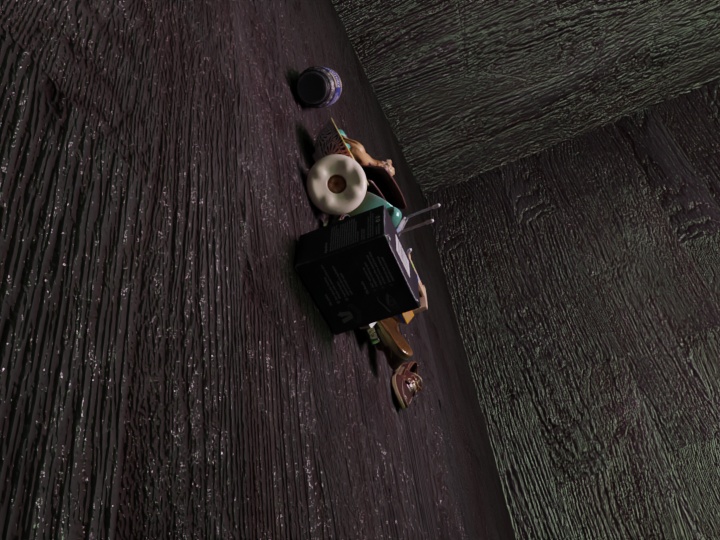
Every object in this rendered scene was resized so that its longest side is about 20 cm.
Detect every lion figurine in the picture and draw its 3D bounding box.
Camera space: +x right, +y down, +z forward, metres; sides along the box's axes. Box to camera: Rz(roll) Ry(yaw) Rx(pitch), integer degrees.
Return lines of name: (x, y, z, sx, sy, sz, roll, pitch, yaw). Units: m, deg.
lion figurine: (0.005, -0.319, 1.991, 0.199, 0.122, 0.073, 26, 86, -48)

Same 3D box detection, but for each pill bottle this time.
pill bottle: (-0.118, -0.512, 1.962, 0.200, 0.111, 0.113, -68, 136, -73)

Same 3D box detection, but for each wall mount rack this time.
wall mount rack: (0.127, -0.095, 1.797, 0.074, 0.175, 0.200, 28, 28, 0)

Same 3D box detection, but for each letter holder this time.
letter holder: (0.037, -0.203, 2.020, 0.200, 0.141, 0.102, 54, 50, -52)

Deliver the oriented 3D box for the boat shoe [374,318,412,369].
boat shoe: (0.060, 0.170, 1.760, 0.072, 0.072, 0.200, 21, 22, -38)

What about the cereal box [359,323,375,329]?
cereal box: (0.007, 0.012, 1.605, 0.144, 0.039, 0.202, -45, 117, -46)

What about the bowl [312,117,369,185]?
bowl: (-0.066, -0.289, 1.841, 0.202, 0.094, 0.201, 60, 5, -8)

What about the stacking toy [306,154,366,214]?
stacking toy: (-0.061, -0.194, 1.754, 0.200, 0.144, 0.148, 110, -38, -81)

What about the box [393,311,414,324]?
box: (0.052, 0.048, 1.821, 0.042, 0.118, 0.201, -49, 127, -30)

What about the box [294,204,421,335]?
box: (-0.003, 0.001, 1.438, 0.118, 0.198, 0.198, -90, 157, -53)

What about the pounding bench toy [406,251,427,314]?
pounding bench toy: (0.111, 0.024, 2.097, 0.201, 0.123, 0.157, -87, 154, -62)

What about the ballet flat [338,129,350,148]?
ballet flat: (-0.047, -0.321, 2.083, 0.201, 0.067, 0.071, 62, 38, -38)

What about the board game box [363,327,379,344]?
board game box: (-0.005, 0.075, 1.680, 0.105, 0.023, 0.202, -168, -123, -82)

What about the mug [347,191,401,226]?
mug: (0.016, -0.126, 1.824, 0.151, 0.115, 0.185, 28, -12, 1)

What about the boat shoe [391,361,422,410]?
boat shoe: (0.128, 0.297, 1.860, 0.200, 0.071, 0.073, -70, 138, -72)

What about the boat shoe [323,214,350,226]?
boat shoe: (-0.054, -0.065, 1.639, 0.203, 0.062, 0.074, -84, 159, -52)
